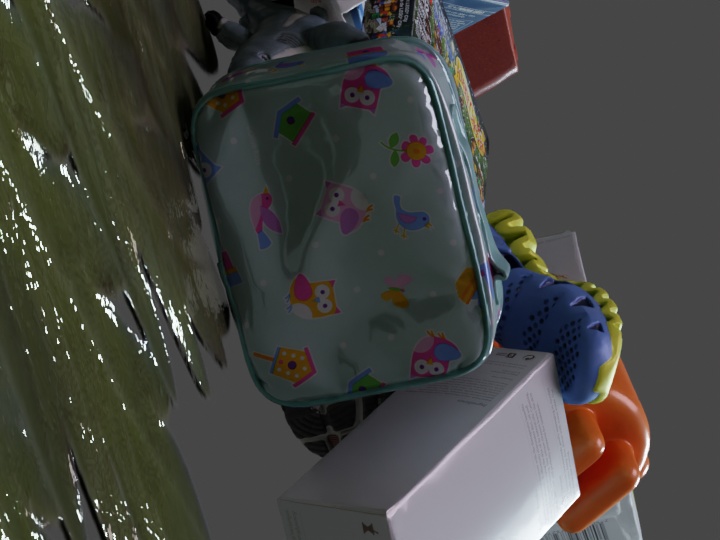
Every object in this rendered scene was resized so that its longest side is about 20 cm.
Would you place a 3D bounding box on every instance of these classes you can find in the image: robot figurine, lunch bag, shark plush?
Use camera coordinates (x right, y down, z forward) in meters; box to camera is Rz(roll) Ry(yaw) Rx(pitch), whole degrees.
[{"bbox_3d":[0.128,0.090,1.678,0.200,0.143,0.117,-108,-156,-55],"label":"robot figurine"},{"bbox_3d":[-0.002,-0.026,1.399,0.077,0.159,0.201,-79,156,-74],"label":"lunch bag"},{"bbox_3d":[-0.056,-0.149,1.522,0.201,0.083,0.091,-103,-147,-50],"label":"shark plush"}]

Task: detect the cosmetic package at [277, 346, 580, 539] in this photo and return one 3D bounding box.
[{"bbox_3d":[0.046,0.136,1.481,0.200,0.084,0.108,-37,123,-47],"label":"cosmetic package"}]

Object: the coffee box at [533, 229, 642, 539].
[{"bbox_3d":[0.102,0.115,1.954,0.200,0.198,0.199,67,12,-60],"label":"coffee box"}]

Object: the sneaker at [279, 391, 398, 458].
[{"bbox_3d":[-0.026,0.018,1.526,0.085,0.076,0.201,-101,178,-68],"label":"sneaker"}]

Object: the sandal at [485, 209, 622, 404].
[{"bbox_3d":[0.095,0.025,1.583,0.200,0.087,0.080,41,-57,52],"label":"sandal"}]

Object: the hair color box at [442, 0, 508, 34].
[{"bbox_3d":[0.018,-0.212,1.834,0.060,0.200,0.101,5,71,-38],"label":"hair color box"}]

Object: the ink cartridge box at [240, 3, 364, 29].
[{"bbox_3d":[-0.050,-0.253,1.753,0.145,0.083,0.201,65,15,-69],"label":"ink cartridge box"}]

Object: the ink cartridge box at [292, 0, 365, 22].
[{"bbox_3d":[-0.031,-0.229,1.566,0.201,0.067,0.116,61,-12,-15],"label":"ink cartridge box"}]

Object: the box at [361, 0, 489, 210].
[{"bbox_3d":[0.044,-0.103,1.676,0.200,0.037,0.137,67,23,-47],"label":"box"}]

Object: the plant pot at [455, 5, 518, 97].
[{"bbox_3d":[0.035,-0.232,2.094,0.200,0.175,0.201,-89,166,-64],"label":"plant pot"}]
